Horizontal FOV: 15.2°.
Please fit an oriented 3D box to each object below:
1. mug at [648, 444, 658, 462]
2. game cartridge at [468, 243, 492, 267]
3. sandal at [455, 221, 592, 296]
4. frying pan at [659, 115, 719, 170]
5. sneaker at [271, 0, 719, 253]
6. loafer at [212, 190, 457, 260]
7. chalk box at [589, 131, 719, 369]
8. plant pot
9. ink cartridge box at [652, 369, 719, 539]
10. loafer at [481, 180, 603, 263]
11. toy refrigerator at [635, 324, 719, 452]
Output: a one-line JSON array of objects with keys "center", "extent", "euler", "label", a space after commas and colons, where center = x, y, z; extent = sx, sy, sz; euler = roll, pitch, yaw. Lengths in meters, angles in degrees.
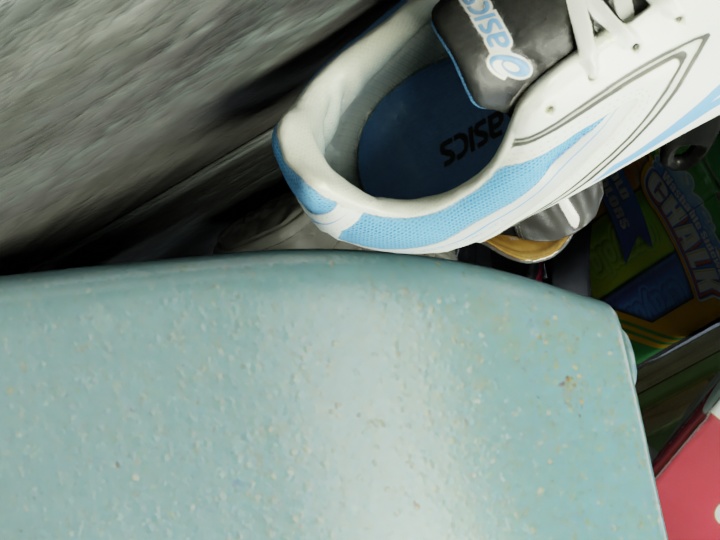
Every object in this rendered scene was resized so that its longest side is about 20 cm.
[{"center": [0.052, 0.125, 0.951], "extent": [0.186, 0.153, 0.150], "euler": [-38, 172, -21], "label": "mug"}, {"center": [0.015, 0.036, 1.267], "extent": [0.134, 0.041, 0.200], "euler": [-60, -172, 8], "label": "game cartridge"}, {"center": [0.061, -0.008, 1.094], "extent": [0.045, 0.075, 0.200], "euler": [-26, 151, -13], "label": "sandal"}, {"center": [0.127, -0.078, 0.829], "extent": [0.114, 0.031, 0.190], "euler": [-9, 164, 18], "label": "frying pan"}, {"center": [0.065, -0.067, 0.685], "extent": [0.200, 0.072, 0.072], "euler": [-35, 166, 20], "label": "sneaker"}, {"center": [0.000, 0.000, 1.003], "extent": [0.070, 0.070, 0.200], "euler": [-23, 177, 18], "label": "loafer"}, {"center": [0.157, -0.057, 1.070], "extent": [0.124, 0.124, 0.200], "euler": [-26, 174, -24], "label": "chalk box"}, {"center": [-0.011, 0.089, 0.818], "extent": [0.199, 0.197, 0.196], "euler": [-12, 174, -6], "label": "plant pot"}, {"center": [0.189, 0.016, 0.895], "extent": [0.200, 0.083, 0.146], "euler": [-52, 173, 18], "label": "ink cartridge box"}, {"center": [0.040, -0.033, 0.883], "extent": [0.073, 0.073, 0.200], "euler": [-30, 177, 1], "label": "loafer"}, {"center": [0.183, 0.037, 1.012], "extent": [0.199, 0.076, 0.070], "euler": [-30, 174, 20], "label": "toy refrigerator"}]
